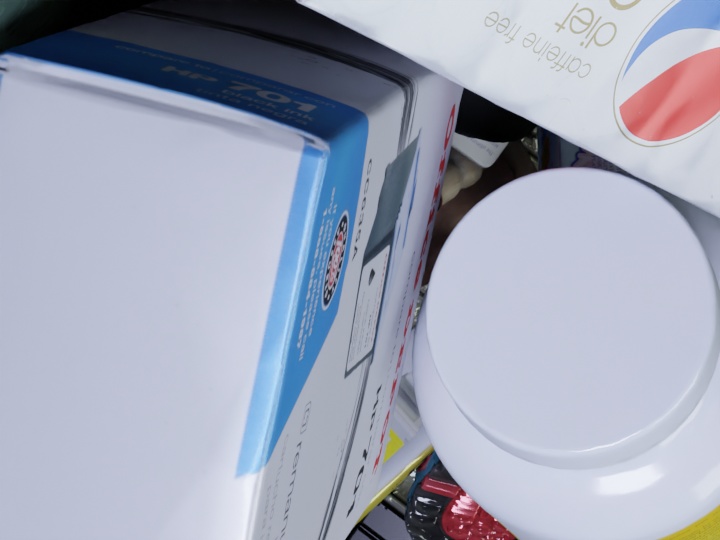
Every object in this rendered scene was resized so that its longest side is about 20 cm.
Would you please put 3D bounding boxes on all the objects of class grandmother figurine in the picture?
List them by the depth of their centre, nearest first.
[{"bbox_3d":[0.000,0.000,0.941,0.200,0.060,0.122,-30,147,-61],"label":"grandmother figurine"}]

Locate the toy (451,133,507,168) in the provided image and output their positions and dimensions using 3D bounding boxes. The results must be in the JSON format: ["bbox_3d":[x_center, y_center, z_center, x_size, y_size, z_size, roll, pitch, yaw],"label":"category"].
[{"bbox_3d":[0.058,-0.147,0.846,0.115,0.047,0.200,31,99,-41],"label":"toy"}]

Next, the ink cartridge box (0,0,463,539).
[{"bbox_3d":[-0.039,0.011,0.645,0.200,0.085,0.147,-42,144,-73],"label":"ink cartridge box"}]

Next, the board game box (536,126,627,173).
[{"bbox_3d":[0.090,-0.107,0.978,0.200,0.041,0.201,59,28,-87],"label":"board game box"}]

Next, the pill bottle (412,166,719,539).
[{"bbox_3d":[0.078,0.035,0.766,0.112,0.112,0.200,-53,162,-4],"label":"pill bottle"}]

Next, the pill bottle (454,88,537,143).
[{"bbox_3d":[0.069,-0.141,0.737,0.200,0.112,0.112,-55,176,26],"label":"pill bottle"}]

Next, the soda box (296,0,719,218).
[{"bbox_3d":[0.049,-0.078,0.639,0.199,0.064,0.068,22,109,-48],"label":"soda box"}]

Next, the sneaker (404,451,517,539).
[{"bbox_3d":[0.065,0.036,1.003,0.200,0.079,0.096,123,-23,-51],"label":"sneaker"}]

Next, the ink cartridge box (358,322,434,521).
[{"bbox_3d":[-0.015,0.079,0.930,0.200,0.047,0.198,-39,175,-9],"label":"ink cartridge box"}]
